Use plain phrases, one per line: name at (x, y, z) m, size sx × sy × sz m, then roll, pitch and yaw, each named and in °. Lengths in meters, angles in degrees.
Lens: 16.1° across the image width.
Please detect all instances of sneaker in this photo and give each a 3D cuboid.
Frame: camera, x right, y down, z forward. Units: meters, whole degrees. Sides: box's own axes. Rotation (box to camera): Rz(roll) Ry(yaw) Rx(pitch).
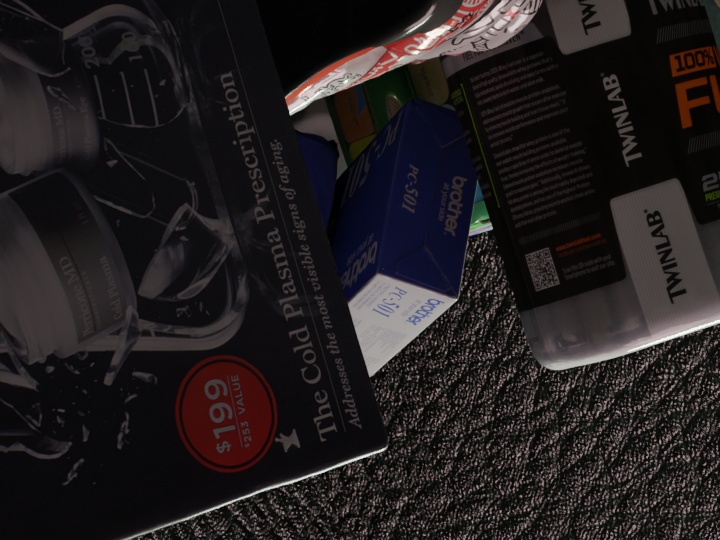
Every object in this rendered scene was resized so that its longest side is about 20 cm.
sneaker at (-0.015, -0.098, 1.068) m, size 0.201 × 0.067 × 0.108 m, roll -22°, pitch 174°, yaw 35°

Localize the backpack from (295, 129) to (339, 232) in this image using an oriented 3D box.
backpack at (-0.122, -0.010, 1.278) m, size 0.167 × 0.163 × 0.200 m, roll 24°, pitch 165°, yaw -21°

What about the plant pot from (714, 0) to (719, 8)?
plant pot at (0.159, -0.148, 0.873) m, size 0.200 × 0.093 × 0.201 m, roll -19°, pitch 179°, yaw 0°

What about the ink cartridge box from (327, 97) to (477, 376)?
ink cartridge box at (0.000, 0.000, 1.252) m, size 0.044 × 0.094 × 0.200 m, roll 18°, pitch 155°, yaw -15°

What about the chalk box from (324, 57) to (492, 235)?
chalk box at (0.065, -0.086, 1.345) m, size 0.200 × 0.125 × 0.124 m, roll -14°, pitch 176°, yaw -45°

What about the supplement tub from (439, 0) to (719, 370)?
supplement tub at (0.108, -0.065, 1.146) m, size 0.122 × 0.201 × 0.123 m, roll -17°, pitch 179°, yaw 0°

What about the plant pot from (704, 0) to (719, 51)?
plant pot at (0.291, -0.096, 1.455) m, size 0.196 × 0.201 × 0.196 m, roll -25°, pitch 171°, yaw 21°

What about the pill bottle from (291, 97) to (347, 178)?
pill bottle at (-0.056, -0.046, 1.457) m, size 0.111 × 0.112 × 0.200 m, roll -17°, pitch -175°, yaw -23°

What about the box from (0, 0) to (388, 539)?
box at (-0.114, -0.002, 0.868) m, size 0.182 × 0.201 × 0.104 m, roll -17°, pitch 180°, yaw -33°
